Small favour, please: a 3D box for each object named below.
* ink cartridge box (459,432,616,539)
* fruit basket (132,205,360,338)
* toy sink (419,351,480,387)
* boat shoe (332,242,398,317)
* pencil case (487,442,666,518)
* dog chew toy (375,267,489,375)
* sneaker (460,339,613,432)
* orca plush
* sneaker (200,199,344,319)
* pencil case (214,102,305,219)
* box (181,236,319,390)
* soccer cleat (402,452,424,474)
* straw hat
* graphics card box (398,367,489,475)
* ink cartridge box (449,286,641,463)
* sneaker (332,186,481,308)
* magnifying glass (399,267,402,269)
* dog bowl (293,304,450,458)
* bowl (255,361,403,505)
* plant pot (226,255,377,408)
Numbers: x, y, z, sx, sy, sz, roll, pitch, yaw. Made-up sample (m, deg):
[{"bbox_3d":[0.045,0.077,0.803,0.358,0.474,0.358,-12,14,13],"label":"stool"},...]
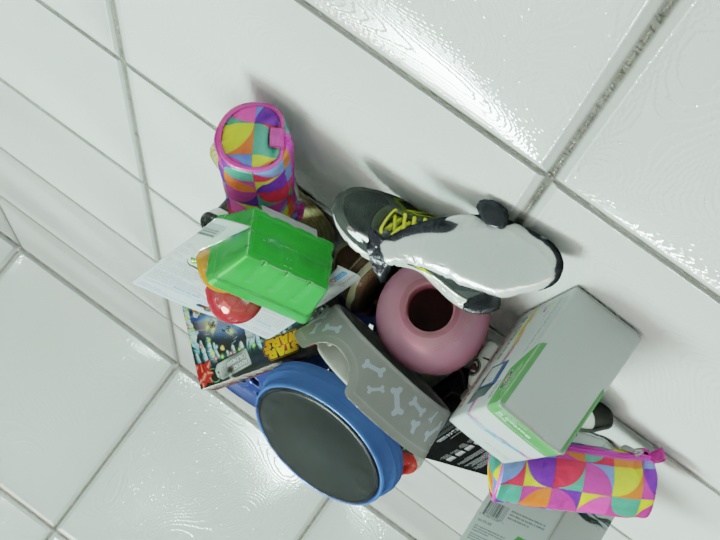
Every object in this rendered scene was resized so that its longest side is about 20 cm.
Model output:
[{"bbox_3d":[0.237,0.300,1.872,0.083,0.201,0.146,41,166,-31],"label":"ink cartridge box"},{"bbox_3d":[-0.126,0.006,1.630,0.184,0.094,0.200,23,152,-26],"label":"fruit basket"},{"bbox_3d":[0.094,0.139,1.880,0.130,0.112,0.200,28,163,29],"label":"toy sink"},{"bbox_3d":[-0.005,0.004,1.706,0.075,0.075,0.202,46,172,9],"label":"boat shoe"},{"bbox_3d":[0.245,0.233,1.712,0.198,0.089,0.088,4,167,-5],"label":"pencil case"},{"bbox_3d":[0.083,0.061,1.656,0.124,0.125,0.200,34,173,12],"label":"dog chew toy"},{"bbox_3d":[0.210,0.126,1.658,0.199,0.089,0.074,16,-179,-31],"label":"sneaker"},{"bbox_3d":[0.108,-0.010,1.428,0.199,0.106,0.071,-11,178,29],"label":"orca plush"},{"bbox_3d":[-0.086,-0.025,1.732,0.200,0.091,0.067,39,151,6],"label":"sneaker"},{"bbox_3d":[-0.108,-0.106,1.613,0.088,0.089,0.200,33,166,12],"label":"pencil case"},{"bbox_3d":[-0.123,0.053,1.814,0.199,0.138,0.040,-21,167,28],"label":"box"},{"bbox_3d":[-0.001,0.168,1.799,0.199,0.085,0.069,37,145,6],"label":"soccer cleat"},{"bbox_3d":[-0.133,-0.062,1.835,0.200,0.085,0.201,35,165,10],"label":"straw hat"},{"bbox_3d":[0.146,0.185,1.761,0.199,0.125,0.051,19,-135,-41],"label":"graphics card box"},{"bbox_3d":[0.183,0.112,1.511,0.087,0.146,0.200,37,166,-1],"label":"ink cartridge box"},{"bbox_3d":[0.066,-0.035,1.507,0.199,0.075,0.085,28,160,0],"label":"sneaker"},{"bbox_3d":[0.047,-0.014,1.689,0.079,0.022,0.200,28,165,44],"label":"magnifying glass"},{"bbox_3d":[0.018,0.117,1.636,0.200,0.059,0.200,43,-176,-3],"label":"dog bowl"},{"bbox_3d":[-0.041,0.197,1.756,0.200,0.039,0.202,27,142,23],"label":"bowl"},{"bbox_3d":[-0.081,0.075,1.938,0.199,0.200,0.180,29,159,30],"label":"plant pot"}]
